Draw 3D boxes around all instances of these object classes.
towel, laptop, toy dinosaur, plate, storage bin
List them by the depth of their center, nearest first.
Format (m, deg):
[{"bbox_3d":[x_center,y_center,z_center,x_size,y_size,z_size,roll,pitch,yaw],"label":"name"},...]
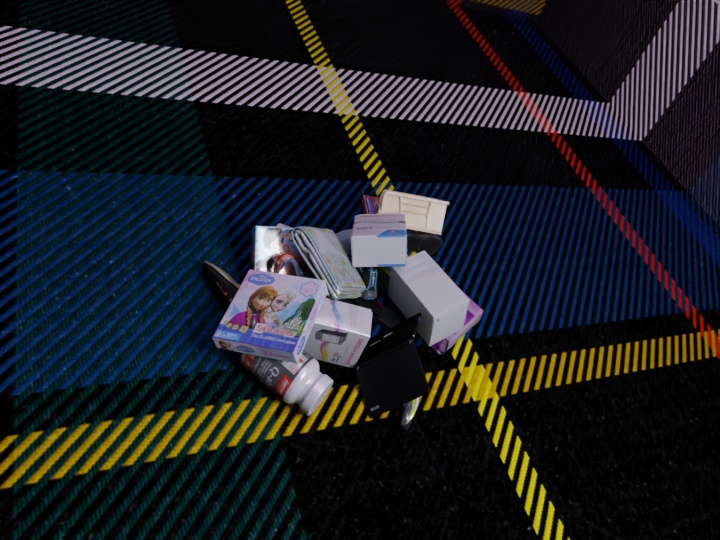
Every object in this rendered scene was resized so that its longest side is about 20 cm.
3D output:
[{"bbox_3d":[0.085,0.224,1.430,0.104,0.175,0.201,54,27,-14],"label":"laptop"},{"bbox_3d":[-0.076,-0.019,1.467,0.203,0.048,0.170,60,20,14],"label":"towel"},{"bbox_3d":[-0.149,0.034,1.485,0.200,0.103,0.185,-71,140,-73],"label":"toy dinosaur"},{"bbox_3d":[0.000,-0.076,1.712,0.194,0.026,0.201,-3,25,2],"label":"plate"},{"bbox_3d":[0.146,-0.177,1.760,0.193,0.096,0.200,10,9,-2],"label":"storage bin"}]

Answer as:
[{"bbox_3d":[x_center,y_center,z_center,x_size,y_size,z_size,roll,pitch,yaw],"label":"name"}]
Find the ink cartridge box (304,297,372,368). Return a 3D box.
[{"bbox_3d":[-0.085,0.142,1.425,0.195,0.149,0.087,16,46,-11],"label":"ink cartridge box"}]

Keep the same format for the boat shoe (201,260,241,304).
[{"bbox_3d":[-0.327,0.043,1.453,0.200,0.074,0.064,35,87,26],"label":"boat shoe"}]

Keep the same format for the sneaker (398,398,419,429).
[{"bbox_3d":[0.095,0.293,1.439,0.079,0.075,0.202,10,38,-7],"label":"sneaker"}]

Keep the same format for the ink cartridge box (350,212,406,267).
[{"bbox_3d":[0.051,-0.083,1.579,0.141,0.086,0.201,-2,21,3],"label":"ink cartridge box"}]

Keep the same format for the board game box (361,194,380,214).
[{"bbox_3d":[0.065,-0.155,1.869,0.100,0.020,0.203,8,47,-21],"label":"board game box"}]

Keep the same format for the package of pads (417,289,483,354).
[{"bbox_3d":[0.244,0.134,1.646,0.120,0.077,0.198,41,45,18],"label":"package of pads"}]

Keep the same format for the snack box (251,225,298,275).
[{"bbox_3d":[-0.214,-0.007,1.493,0.113,0.037,0.206,1,92,-25],"label":"snack box"}]

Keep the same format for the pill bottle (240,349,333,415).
[{"bbox_3d":[-0.163,0.222,1.336,0.198,0.117,0.116,37,44,11],"label":"pill bottle"}]

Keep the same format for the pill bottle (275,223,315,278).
[{"bbox_3d":[-0.148,-0.040,1.590,0.195,0.113,0.114,21,43,-7],"label":"pill bottle"}]

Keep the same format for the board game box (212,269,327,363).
[{"bbox_3d":[-0.195,0.095,1.310,0.195,0.042,0.202,7,49,17],"label":"board game box"}]

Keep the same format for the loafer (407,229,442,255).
[{"bbox_3d":[0.169,-0.104,1.818,0.196,0.074,0.072,13,36,-36],"label":"loafer"}]

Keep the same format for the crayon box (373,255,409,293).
[{"bbox_3d":[0.117,0.018,1.704,0.199,0.059,0.118,41,45,15],"label":"crayon box"}]

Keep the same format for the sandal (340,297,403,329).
[{"bbox_3d":[0.031,0.095,1.597,0.196,0.048,0.076,24,43,-3],"label":"sandal"}]

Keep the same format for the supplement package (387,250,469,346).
[{"bbox_3d":[0.171,0.069,1.540,0.115,0.119,0.201,-21,51,-23],"label":"supplement package"}]

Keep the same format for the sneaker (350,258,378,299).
[{"bbox_3d":[0.000,0.000,1.615,0.071,0.084,0.200,-1,25,-28],"label":"sneaker"}]
